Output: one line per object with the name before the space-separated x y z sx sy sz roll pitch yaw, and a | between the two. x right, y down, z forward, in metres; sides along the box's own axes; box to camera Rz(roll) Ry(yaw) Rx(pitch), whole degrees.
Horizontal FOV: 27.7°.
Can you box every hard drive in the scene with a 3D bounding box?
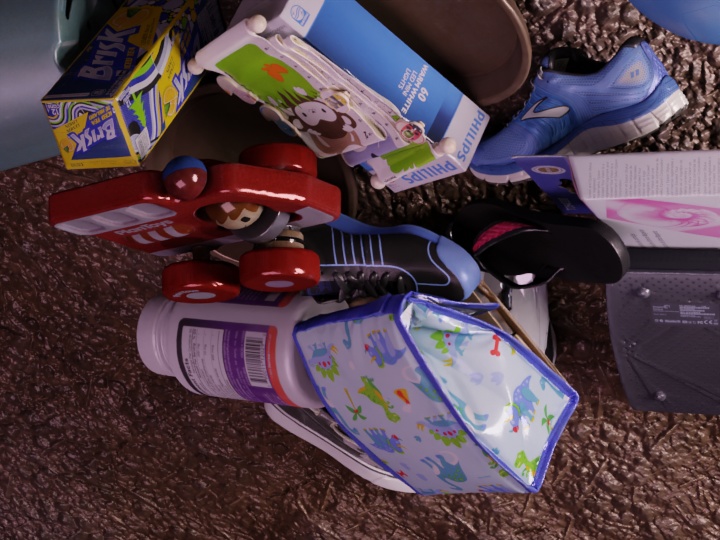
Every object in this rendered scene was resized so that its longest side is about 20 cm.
hard drive | 0.284 0.053 1.250 0.134 0.042 0.200 1 141 20

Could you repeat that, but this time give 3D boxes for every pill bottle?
pill bottle | -0.112 0.066 1.378 0.199 0.112 0.112 4 129 35

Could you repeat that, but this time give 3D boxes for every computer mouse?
computer mouse | 0.137 0.032 1.310 0.109 0.044 0.201 3 128 20

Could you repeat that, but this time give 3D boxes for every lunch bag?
lunch bag | 0.056 0.095 1.250 0.200 0.128 0.170 39 151 -22

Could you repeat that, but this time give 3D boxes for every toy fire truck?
toy fire truck | -0.126 -0.046 1.163 0.199 0.113 0.168 -9 166 33

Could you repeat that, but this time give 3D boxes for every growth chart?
growth chart | -0.035 -0.129 1.144 0.199 0.018 0.145 32 156 -12

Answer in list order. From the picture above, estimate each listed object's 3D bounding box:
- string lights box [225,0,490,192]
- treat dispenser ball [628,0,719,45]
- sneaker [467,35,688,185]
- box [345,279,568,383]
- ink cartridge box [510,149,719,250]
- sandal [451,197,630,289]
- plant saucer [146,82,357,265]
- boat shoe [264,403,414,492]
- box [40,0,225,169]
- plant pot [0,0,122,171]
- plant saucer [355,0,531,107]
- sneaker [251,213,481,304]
string lights box | -0.005 -0.150 1.166 0.200 0.059 0.103 37 154 -24
treat dispenser ball | 0.248 -0.247 0.942 0.200 0.201 0.202 10 130 13
sneaker | 0.161 -0.131 1.163 0.199 0.078 0.090 -22 95 39
box | 0.077 0.072 1.340 0.164 0.021 0.200 49 147 -18
ink cartridge box | 0.234 -0.050 1.133 0.199 0.044 0.196 -1 169 20
sandal | 0.132 -0.016 1.183 0.200 0.045 0.075 8 135 56
plant saucer | -0.095 -0.086 1.305 0.199 0.030 0.201 10 130 12
boat shoe | 0.000 0.153 1.442 0.199 0.071 0.064 25 133 2
box | -0.177 -0.161 1.170 0.070 0.200 0.065 -1 126 20
plant pot | -0.304 -0.170 1.232 0.195 0.201 0.201 -9 124 16
plant saucer | 0.042 -0.199 1.130 0.199 0.030 0.200 21 155 11
sneaker | 0.000 0.000 1.233 0.199 0.078 0.070 16 142 25
